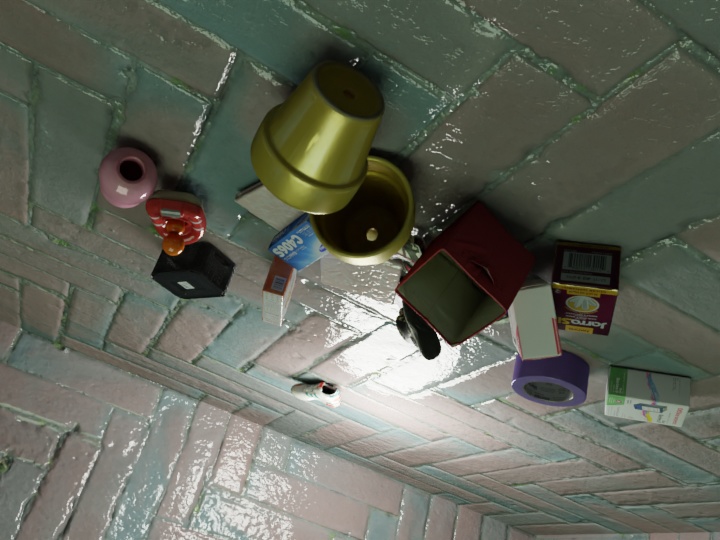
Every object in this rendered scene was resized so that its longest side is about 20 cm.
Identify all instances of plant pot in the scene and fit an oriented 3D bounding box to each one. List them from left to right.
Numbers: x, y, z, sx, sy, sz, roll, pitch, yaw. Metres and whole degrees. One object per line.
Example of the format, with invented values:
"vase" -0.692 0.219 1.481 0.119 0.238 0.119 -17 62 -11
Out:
"plant pot" -0.058 -0.229 1.153 0.199 0.202 0.189 25 136 -15
"plant pot" 0.013 -0.097 1.368 0.198 0.203 0.189 11 167 12

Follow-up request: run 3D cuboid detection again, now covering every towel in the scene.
"towel" -0.153 -0.137 1.545 0.199 0.033 0.190 35 147 -30
"towel" 0.000 0.000 1.670 0.198 0.032 0.192 18 149 7

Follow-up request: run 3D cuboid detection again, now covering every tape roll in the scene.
"tape roll" 0.514 0.291 1.886 0.198 0.086 0.201 14 153 7

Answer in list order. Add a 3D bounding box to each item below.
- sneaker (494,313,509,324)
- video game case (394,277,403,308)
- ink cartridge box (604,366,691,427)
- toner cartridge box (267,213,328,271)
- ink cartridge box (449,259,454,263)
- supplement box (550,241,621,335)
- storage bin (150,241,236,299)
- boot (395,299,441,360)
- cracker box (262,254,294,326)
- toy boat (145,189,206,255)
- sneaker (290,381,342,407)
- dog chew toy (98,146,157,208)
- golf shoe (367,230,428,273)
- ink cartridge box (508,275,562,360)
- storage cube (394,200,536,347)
"sneaker" 0.264 0.085 1.660 0.198 0.070 0.100 -13 134 16
"video game case" 0.162 0.059 1.736 0.198 0.019 0.143 -2 146 31
"ink cartridge box" 0.748 0.330 1.822 0.198 0.088 0.146 5 150 18
"toner cartridge box" -0.123 -0.068 1.565 0.095 0.043 0.200 34 148 -18
"ink cartridge box" 0.246 -0.015 1.517 0.199 0.051 0.109 -11 141 41
"supplement box" 0.460 0.040 1.439 0.129 0.104 0.201 6 151 18
"storage bin" -0.457 0.003 1.907 0.198 0.095 0.135 -6 145 35
"boot" 0.130 0.113 1.727 0.202 0.073 0.150 69 168 -12
"cracker box" -0.207 0.042 1.789 0.057 0.135 0.200 16 153 0
"toy boat" -0.434 -0.099 1.636 0.129 0.132 0.200 6 165 -5
"sneaker" -0.163 0.439 2.575 0.197 0.071 0.094 13 135 12
"dog chew toy" -0.528 -0.198 1.562 0.124 0.126 0.200 28 159 -20
"golf shoe" 0.090 -0.059 1.505 0.199 0.078 0.088 32 138 -14
"ink cartridge box" 0.355 0.094 1.452 0.084 0.148 0.200 -9 -177 10
"storage cube" 0.208 0.007 1.366 0.171 0.180 0.200 43 138 -2
